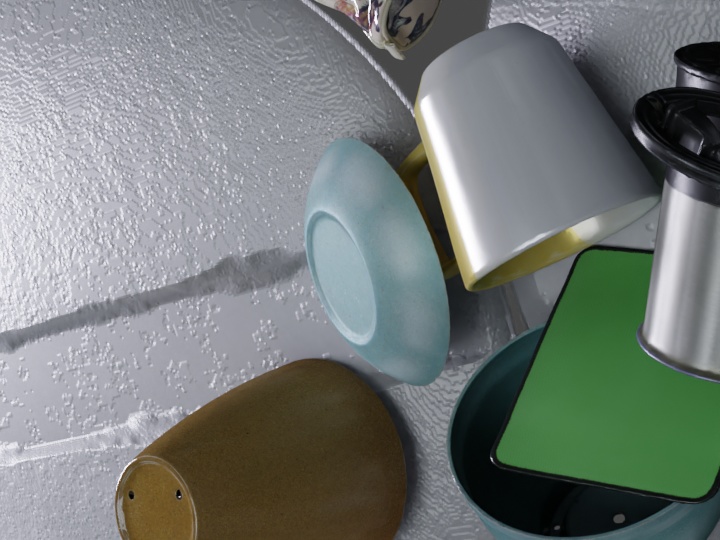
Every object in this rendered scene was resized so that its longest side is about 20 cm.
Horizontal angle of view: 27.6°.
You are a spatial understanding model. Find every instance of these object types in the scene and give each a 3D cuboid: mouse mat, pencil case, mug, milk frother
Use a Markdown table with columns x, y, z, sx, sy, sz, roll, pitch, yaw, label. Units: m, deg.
| x | y | z | sx | sy | sz | roll | pitch | yaw | label |
| --- | --- | --- | --- | --- | --- | --- | --- | --- | --- |
| 0.190 | 0.064 | 0.999 | 0.160 | 0.201 | 0.008 | 6 | 144 | 32 | mouse mat |
| -0.029 | -0.238 | 1.103 | 0.199 | 0.078 | 0.090 | 33 | 99 | 21 | pencil case |
| 0.095 | -0.078 | 1.032 | 0.186 | 0.149 | 0.154 | -27 | 81 | 15 | mug |
| 0.215 | -0.023 | 0.862 | 0.180 | 0.198 | 0.190 | -142 | 50 | -57 | milk frother |

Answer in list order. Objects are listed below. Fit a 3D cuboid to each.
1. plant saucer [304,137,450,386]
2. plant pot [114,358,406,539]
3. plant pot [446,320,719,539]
| x | y | z | sx | sy | sz | roll | pitch | yaw | label |
| --- | --- | --- | --- | --- | --- | --- | --- | --- | --- |
| 0.000 | 0.000 | 1.128 | 0.201 | 0.038 | 0.202 | 45 | 146 | 42 | plant saucer |
| -0.093 | 0.178 | 1.187 | 0.185 | 0.199 | 0.188 | 5 | 98 | 37 | plant pot |
| 0.174 | 0.145 | 1.038 | 0.199 | 0.201 | 0.135 | 7 | 139 | 32 | plant pot |
